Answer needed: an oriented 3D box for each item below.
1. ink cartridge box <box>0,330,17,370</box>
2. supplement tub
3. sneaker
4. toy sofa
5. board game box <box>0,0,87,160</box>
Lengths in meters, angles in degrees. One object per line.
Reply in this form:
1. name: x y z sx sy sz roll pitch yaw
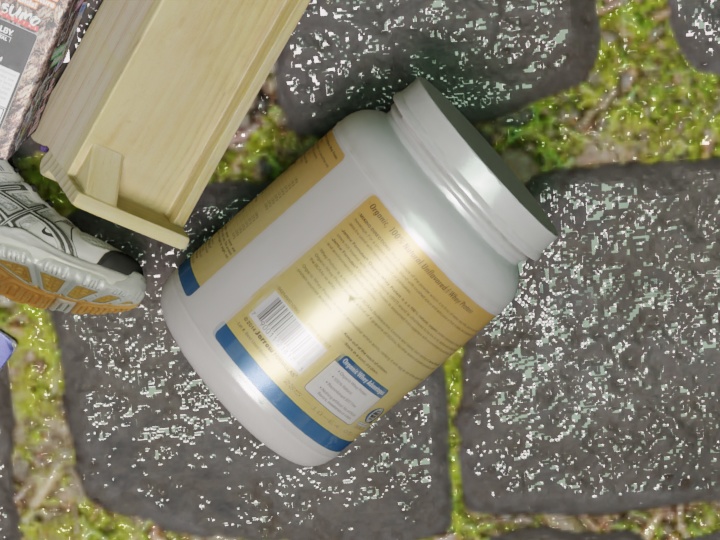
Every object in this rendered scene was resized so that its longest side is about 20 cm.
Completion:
1. ink cartridge box: -0.342 0.067 1.469 0.200 0.043 0.197 35 101 -9
2. supplement tub: 0.000 0.000 1.410 0.200 0.145 0.145 -41 103 9
3. sneaker: -0.210 -0.039 1.412 0.199 0.076 0.088 21 65 -17
4. toy sofa: -0.103 -0.124 1.415 0.083 0.098 0.201 22 104 -33
5. board game box: -0.226 -0.189 1.368 0.159 0.097 0.201 24 103 -3
